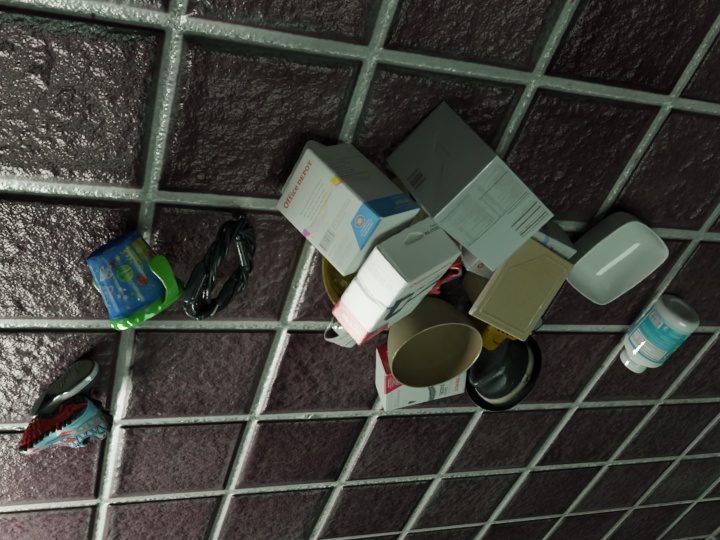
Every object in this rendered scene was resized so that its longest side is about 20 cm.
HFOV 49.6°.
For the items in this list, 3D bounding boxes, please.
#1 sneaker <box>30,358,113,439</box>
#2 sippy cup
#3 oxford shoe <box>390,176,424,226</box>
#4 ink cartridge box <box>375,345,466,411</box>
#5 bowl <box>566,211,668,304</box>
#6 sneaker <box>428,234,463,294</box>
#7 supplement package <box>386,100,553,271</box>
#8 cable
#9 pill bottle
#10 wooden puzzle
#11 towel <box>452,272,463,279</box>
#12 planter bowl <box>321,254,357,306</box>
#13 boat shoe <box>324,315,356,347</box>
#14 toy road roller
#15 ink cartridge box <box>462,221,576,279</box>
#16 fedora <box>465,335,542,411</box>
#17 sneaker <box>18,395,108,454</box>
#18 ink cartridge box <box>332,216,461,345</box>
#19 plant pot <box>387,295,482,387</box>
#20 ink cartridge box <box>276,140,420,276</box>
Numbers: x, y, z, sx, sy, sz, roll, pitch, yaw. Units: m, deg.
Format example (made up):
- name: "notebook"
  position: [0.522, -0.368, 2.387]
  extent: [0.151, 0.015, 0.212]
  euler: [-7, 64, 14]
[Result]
- name: "sneaker"
  position: [-0.533, 0.258, 1.539]
  extent: [0.202, 0.077, 0.146]
  euler: [-36, 125, 29]
- name: "sippy cup"
  position: [-0.386, 0.010, 1.309]
  extent: [0.177, 0.140, 0.131]
  euler: [-24, 108, 10]
- name: "oxford shoe"
  position: [0.100, -0.102, 1.442]
  extent: [0.075, 0.071, 0.200]
  euler: [-41, 140, 7]
- name: "ink cartridge box"
  position: [0.140, 0.227, 1.774]
  extent: [0.199, 0.084, 0.146]
  euler: [-12, 137, -10]
- name: "bowl"
  position: [0.538, -0.036, 1.674]
  extent: [0.200, 0.075, 0.199]
  euler: [-41, 134, 21]
- name: "sneaker"
  position: [0.163, -0.024, 1.454]
  extent: [0.200, 0.087, 0.074]
  euler: [-47, 150, -28]
- name: "supplement package"
  position: [0.186, -0.142, 1.334]
  extent: [0.147, 0.192, 0.200]
  euler: [-44, 133, 12]
- name: "cable"
  position: [-0.231, -0.005, 1.366]
  extent: [0.201, 0.051, 0.163]
  euler: [-66, 160, 8]
- name: "pill bottle"
  position: [0.729, 0.162, 1.920]
  extent: [0.110, 0.111, 0.200]
  euler: [8, 130, -28]
- name: "wooden puzzle"
  position: [0.316, 0.033, 1.534]
  extent: [0.200, 0.037, 0.186]
  euler: [25, 101, -41]
- name: "towel"
  position: [0.110, 0.024, 1.575]
  extent: [0.199, 0.024, 0.147]
  euler: [-24, 156, 4]
- name: "planter bowl"
  position: [0.000, 0.000, 1.463]
  extent: [0.199, 0.202, 0.083]
  euler: [8, 172, -28]
- name: "boat shoe"
  position: [-0.027, 0.104, 1.572]
  extent: [0.065, 0.072, 0.200]
  euler: [8, 160, -14]
- name: "toy road roller"
  position: [0.280, 0.088, 1.660]
  extent: [0.199, 0.123, 0.146]
  euler: [22, 122, -36]
- name: "ink cartridge box"
  position: [0.310, -0.046, 1.567]
  extent: [0.199, 0.085, 0.145]
  euler: [21, 123, -34]
- name: "fedora"
  position: [0.303, 0.210, 1.743]
  extent: [0.200, 0.201, 0.092]
  euler: [-36, 138, 16]
- name: "sneaker"
  position: [-0.567, 0.317, 1.489]
  extent: [0.199, 0.080, 0.096]
  euler: [-25, 129, 24]
- name: "ink cartridge box"
  position: [0.059, 0.018, 1.312]
  extent: [0.144, 0.084, 0.200]
  euler: [-29, 163, -40]
- name: "plant pot"
  position: [0.139, 0.132, 1.642]
  extent: [0.199, 0.135, 0.201]
  euler: [-12, 136, -11]
- name: "ink cartridge box"
  position: [-0.030, -0.114, 1.292]
  extent: [0.125, 0.200, 0.129]
  euler: [-19, 149, -53]
